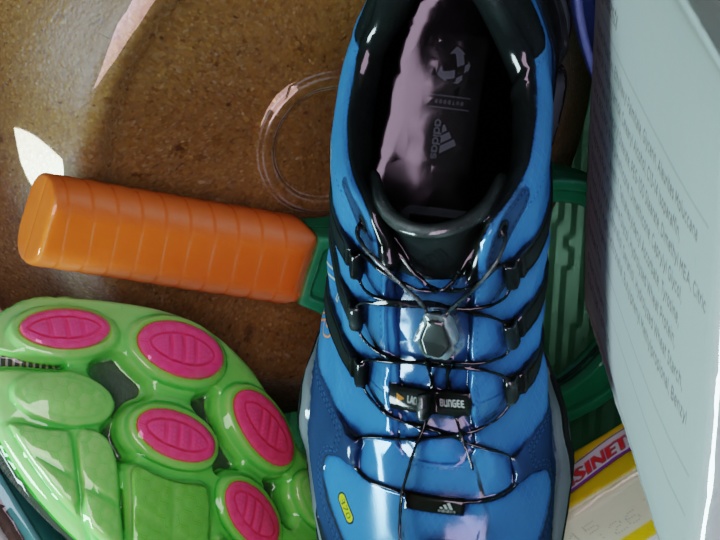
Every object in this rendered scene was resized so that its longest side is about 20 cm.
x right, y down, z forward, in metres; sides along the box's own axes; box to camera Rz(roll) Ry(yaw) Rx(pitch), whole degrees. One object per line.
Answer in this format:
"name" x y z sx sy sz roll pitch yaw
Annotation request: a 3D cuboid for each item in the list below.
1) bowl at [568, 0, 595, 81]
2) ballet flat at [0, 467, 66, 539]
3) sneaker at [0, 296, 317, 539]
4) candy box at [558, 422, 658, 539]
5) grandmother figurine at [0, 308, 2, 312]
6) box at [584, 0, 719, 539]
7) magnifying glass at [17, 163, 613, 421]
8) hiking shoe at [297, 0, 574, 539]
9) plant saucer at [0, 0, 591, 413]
"bowl" 0.153 -0.096 0.806 0.200 0.039 0.201 -1 110 -3
"ballet flat" -0.131 0.041 0.817 0.069 0.069 0.200 -26 109 4
"sneaker" -0.043 0.074 0.839 0.200 0.084 0.077 38 55 -38
"candy box" 0.095 0.128 0.854 0.102 0.026 0.200 -31 126 15
"grandmother figurine" -0.075 -0.005 0.879 0.121 0.061 0.200 29 95 -30
"box" 0.163 -0.015 0.709 0.198 0.200 0.131 -1 111 -3
"magnifying glass" 0.000 0.000 0.828 0.200 0.022 0.080 9 109 -30
"hiking shoe" 0.014 0.008 0.758 0.074 0.087 0.201 -1 86 11
"plant saucer" -0.015 -0.042 0.833 0.200 0.035 0.201 -10 116 -21
